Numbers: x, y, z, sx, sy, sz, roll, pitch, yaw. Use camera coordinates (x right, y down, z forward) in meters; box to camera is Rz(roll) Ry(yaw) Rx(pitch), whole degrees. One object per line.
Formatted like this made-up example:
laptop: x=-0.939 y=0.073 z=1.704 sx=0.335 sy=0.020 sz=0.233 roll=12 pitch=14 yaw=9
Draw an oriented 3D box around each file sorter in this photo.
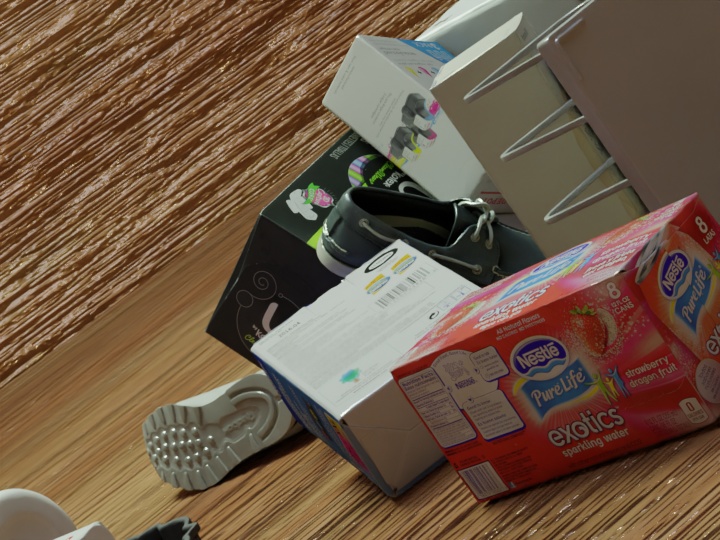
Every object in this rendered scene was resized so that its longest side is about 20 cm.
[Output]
file sorter: x=0.181 y=-0.077 z=1.447 sx=0.139 sy=0.200 sz=0.124 roll=-40 pitch=8 yaw=-33

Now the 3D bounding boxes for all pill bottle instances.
pill bottle: x=-0.315 y=0.251 z=1.829 sx=0.200 sy=0.112 sz=0.112 roll=-28 pitch=11 yaw=42

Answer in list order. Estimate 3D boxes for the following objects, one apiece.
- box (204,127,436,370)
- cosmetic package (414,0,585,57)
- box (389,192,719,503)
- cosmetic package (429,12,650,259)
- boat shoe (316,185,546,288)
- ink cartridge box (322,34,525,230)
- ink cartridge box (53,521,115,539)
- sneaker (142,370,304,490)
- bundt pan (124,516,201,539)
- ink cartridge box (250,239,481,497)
box: x=0.000 y=0.000 z=1.779 sx=0.124 sy=0.148 sz=0.200 roll=-63 pitch=-8 yaw=32
cosmetic package: x=0.184 y=-0.166 z=1.919 sx=0.166 sy=0.200 sz=0.167 roll=-25 pitch=13 yaw=38
box: x=0.126 y=0.046 z=1.302 sx=0.200 sy=0.100 sz=0.095 roll=-26 pitch=12 yaw=47
cosmetic package: x=0.135 y=-0.069 z=1.569 sx=0.073 sy=0.200 sz=0.104 roll=-33 pitch=9 yaw=13
boat shoe: x=0.071 y=-0.019 z=1.667 sx=0.073 sy=0.200 sz=0.062 roll=-96 pitch=18 yaw=-51
ink cartridge box: x=0.082 y=-0.100 z=1.795 sx=0.115 sy=0.200 sz=0.068 roll=-5 pitch=-50 yaw=-55
ink cartridge box: x=-0.251 y=0.264 z=1.599 sx=0.200 sy=0.085 sz=0.145 roll=-28 pitch=11 yaw=47
sneaker: x=-0.099 y=0.124 z=1.895 sx=0.200 sy=0.077 sz=0.080 roll=-21 pitch=4 yaw=43
bundt pan: x=-0.161 y=0.239 z=1.410 sx=0.202 sy=0.076 sz=0.202 roll=-34 pitch=8 yaw=5
ink cartridge box: x=0.017 y=0.058 z=1.566 sx=0.136 sy=0.076 sz=0.200 roll=-36 pitch=27 yaw=-11
